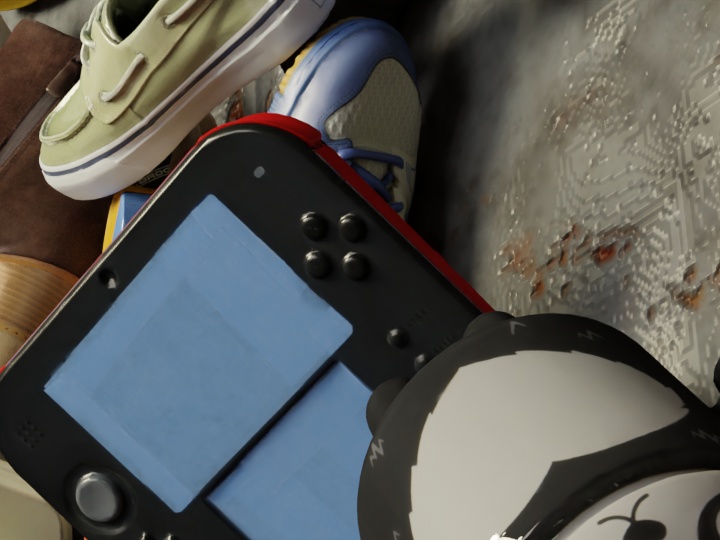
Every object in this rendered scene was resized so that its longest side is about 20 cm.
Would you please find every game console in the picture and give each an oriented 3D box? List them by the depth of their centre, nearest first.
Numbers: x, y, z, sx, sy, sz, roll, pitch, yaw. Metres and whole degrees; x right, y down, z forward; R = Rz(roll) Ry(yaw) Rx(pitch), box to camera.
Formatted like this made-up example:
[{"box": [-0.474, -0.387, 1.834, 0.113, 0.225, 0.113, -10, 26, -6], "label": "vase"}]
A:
[{"box": [-0.036, 0.055, 0.980, 0.200, 0.177, 0.031, -46, -3, 30], "label": "game console"}]

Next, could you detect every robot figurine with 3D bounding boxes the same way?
[{"box": [0.073, 0.090, 0.820, 0.151, 0.124, 0.200, -66, 31, 16], "label": "robot figurine"}]

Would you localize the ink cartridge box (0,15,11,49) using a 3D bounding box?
[{"box": [-0.274, -0.054, 1.379, 0.199, 0.086, 0.147, -23, 33, 8], "label": "ink cartridge box"}]

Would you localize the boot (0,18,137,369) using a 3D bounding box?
[{"box": [-0.198, -0.045, 1.208, 0.167, 0.199, 0.072, -63, -17, -17], "label": "boot"}]

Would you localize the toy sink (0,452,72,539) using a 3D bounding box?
[{"box": [-0.217, 0.074, 1.274, 0.131, 0.199, 0.112, 98, -166, -53], "label": "toy sink"}]

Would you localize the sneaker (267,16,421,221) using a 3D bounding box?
[{"box": [0.000, 0.000, 1.047, 0.088, 0.075, 0.202, 27, 110, 51], "label": "sneaker"}]

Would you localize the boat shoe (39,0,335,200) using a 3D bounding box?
[{"box": [-0.086, -0.097, 1.089, 0.200, 0.062, 0.072, -34, 29, 42], "label": "boat shoe"}]

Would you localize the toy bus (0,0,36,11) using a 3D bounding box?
[{"box": [-0.243, -0.268, 1.437, 0.135, 0.191, 0.202, -12, 66, 59], "label": "toy bus"}]

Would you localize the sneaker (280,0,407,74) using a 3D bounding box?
[{"box": [0.015, -0.166, 1.081, 0.091, 0.076, 0.201, 35, 112, 48], "label": "sneaker"}]

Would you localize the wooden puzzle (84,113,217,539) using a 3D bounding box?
[{"box": [-0.096, 0.046, 1.120, 0.200, 0.046, 0.186, -101, 22, -63], "label": "wooden puzzle"}]

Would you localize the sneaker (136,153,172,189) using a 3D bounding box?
[{"box": [-0.165, -0.040, 1.266, 0.198, 0.071, 0.083, -3, 66, 19], "label": "sneaker"}]
